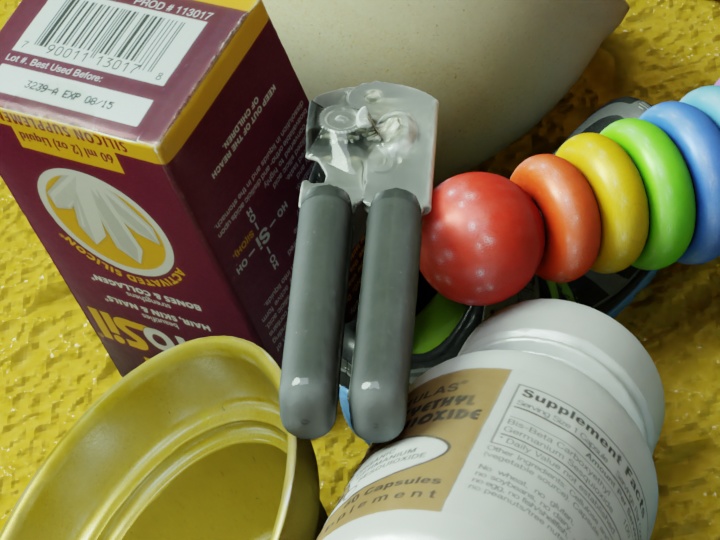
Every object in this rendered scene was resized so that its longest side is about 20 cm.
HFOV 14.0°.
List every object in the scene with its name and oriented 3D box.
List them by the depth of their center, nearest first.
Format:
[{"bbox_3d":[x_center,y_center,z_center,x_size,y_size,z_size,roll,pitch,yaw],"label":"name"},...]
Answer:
[{"bbox_3d":[0.052,0.096,1.119,0.114,0.114,0.200,-1,28,20],"label":"pill bottle"},{"bbox_3d":[0.000,0.000,1.156,0.053,0.067,0.200,3,44,3],"label":"can opener"},{"bbox_3d":[-0.066,0.133,1.160,0.200,0.083,0.201,-36,35,31],"label":"planter bowl"},{"bbox_3d":[0.111,-0.031,1.216,0.200,0.085,0.085,-15,42,-23],"label":"stacking toy"},{"bbox_3d":[-0.074,-0.030,1.248,0.110,0.200,0.086,15,59,32],"label":"supplement box"},{"bbox_3d":[0.066,-0.005,1.255,0.200,0.083,0.071,-42,49,-18],"label":"sneaker"},{"bbox_3d":[0.002,-0.109,1.318,0.200,0.200,0.135,32,94,38],"label":"planter bowl"}]
